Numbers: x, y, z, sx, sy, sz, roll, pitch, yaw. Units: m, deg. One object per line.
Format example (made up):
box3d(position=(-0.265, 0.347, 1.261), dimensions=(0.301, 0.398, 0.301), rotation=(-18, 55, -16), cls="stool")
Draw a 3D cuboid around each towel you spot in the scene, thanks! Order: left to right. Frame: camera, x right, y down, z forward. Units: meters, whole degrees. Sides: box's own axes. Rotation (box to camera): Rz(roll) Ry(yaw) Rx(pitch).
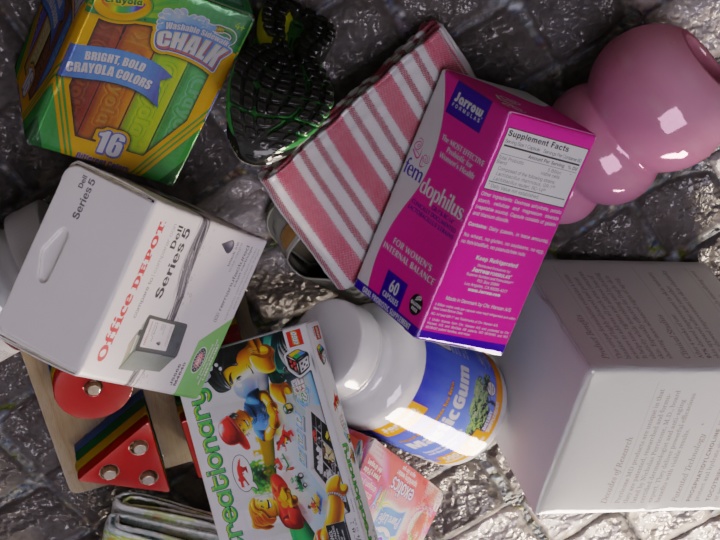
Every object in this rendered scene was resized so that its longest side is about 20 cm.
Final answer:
box3d(position=(-0.154, 0.284, 1.728), dimensions=(0.170, 0.048, 0.200), rotation=(16, 141, 2), cls="towel")
box3d(position=(0.021, -0.093, 1.540), dimensions=(0.200, 0.030, 0.147), rotation=(-41, 129, -8), cls="towel")

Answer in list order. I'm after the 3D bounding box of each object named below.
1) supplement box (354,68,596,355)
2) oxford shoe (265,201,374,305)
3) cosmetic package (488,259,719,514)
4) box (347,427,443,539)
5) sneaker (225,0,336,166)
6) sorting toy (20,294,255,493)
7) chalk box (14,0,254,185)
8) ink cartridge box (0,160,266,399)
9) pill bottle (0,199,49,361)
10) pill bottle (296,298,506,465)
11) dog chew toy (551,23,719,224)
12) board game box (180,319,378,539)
box3d(position=(0.092, -0.047, 1.526), dimensions=(0.103, 0.101, 0.201), rotation=(13, 107, -38), cls="supplement box")
box3d(position=(0.000, 0.000, 1.618), dimensions=(0.200, 0.058, 0.075), rotation=(32, 109, -34), cls="oxford shoe")
box3d(position=(0.236, 0.102, 1.681), dimensions=(0.199, 0.168, 0.167), rotation=(1, 125, -22), cls="cosmetic package")
box3d(position=(-0.014, 0.199, 1.663), dimensions=(0.095, 0.102, 0.200), rotation=(-65, 154, -11), cls="box")
box3d(position=(-0.064, -0.128, 1.419), dimensions=(0.078, 0.200, 0.085), rotation=(23, 120, -5), cls="sneaker")
box3d(position=(-0.180, 0.109, 1.636), dimensions=(0.198, 0.070, 0.201), rotation=(-15, 128, -5), cls="sorting toy")
box3d(position=(-0.162, -0.189, 1.392), dimensions=(0.124, 0.124, 0.201), rotation=(15, 120, -25), cls="chalk box")
box3d(position=(-0.173, 0.012, 1.454), dimensions=(0.146, 0.084, 0.200), rotation=(-66, 157, 2), cls="ink cartridge box")
box3d(position=(-0.322, 0.029, 1.512), dimensions=(0.199, 0.110, 0.110), rotation=(-29, 127, 5), cls="pill bottle")
box3d(position=(0.030, 0.094, 1.632), dimensions=(0.112, 0.112, 0.200), rotation=(-44, 140, 17), cls="pill bottle")
box3d(position=(0.211, -0.112, 1.563), dimensions=(0.200, 0.125, 0.124), rotation=(-40, 126, 23), cls="dog chew toy")
box3d(position=(-0.069, 0.153, 1.540), dimensions=(0.126, 0.035, 0.201), rotation=(-17, 88, 18), cls="board game box")
